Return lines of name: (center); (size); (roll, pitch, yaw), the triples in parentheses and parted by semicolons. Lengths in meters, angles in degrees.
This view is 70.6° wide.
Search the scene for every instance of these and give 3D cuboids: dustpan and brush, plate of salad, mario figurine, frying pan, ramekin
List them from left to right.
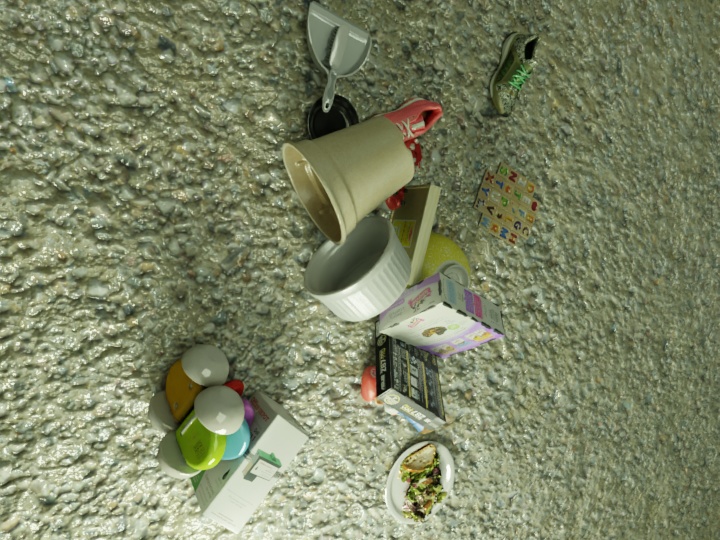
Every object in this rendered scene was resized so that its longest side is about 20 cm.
dustpan and brush: (-0.050, -0.391, 0.958); (0.139, 0.057, 0.201); (15, 89, -29)
frying pan: (-0.030, -0.257, 1.003); (0.115, 0.031, 0.190); (-51, 119, -14)
ramekin: (0.000, 0.000, 0.963); (0.201, 0.200, 0.098); (-49, 123, -14)
mario figurine: (0.089, 0.262, 1.083); (0.200, 0.123, 0.106); (37, 76, -21)
plate of salad: (0.148, 0.500, 1.189); (0.199, 0.048, 0.202); (-4, 98, -29)

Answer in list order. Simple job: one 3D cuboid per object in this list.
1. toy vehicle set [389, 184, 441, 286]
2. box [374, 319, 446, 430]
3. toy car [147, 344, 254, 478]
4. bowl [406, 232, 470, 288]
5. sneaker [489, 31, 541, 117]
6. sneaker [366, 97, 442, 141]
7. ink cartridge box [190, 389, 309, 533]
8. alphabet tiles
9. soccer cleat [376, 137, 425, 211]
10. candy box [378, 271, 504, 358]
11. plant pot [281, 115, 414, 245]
toy vehicle set: (0.095, -0.074, 1.042); (0.026, 0.124, 0.201); (13, 91, -29)
box: (0.100, 0.206, 1.053); (0.161, 0.201, 0.049); (35, 122, -27)
toy car: (-0.253, 0.239, 0.862); (0.150, 0.200, 0.175); (22, 116, -46)
bowl: (0.173, 0.020, 1.106); (0.199, 0.108, 0.202); (-4, 99, -27)
sneaker: (0.357, -0.451, 1.154); (0.076, 0.088, 0.201); (12, 91, -29)
sneaker: (0.083, -0.292, 1.020); (0.200, 0.087, 0.074); (-38, 123, -21)
ink cartridge box: (-0.203, 0.336, 0.922); (0.084, 0.146, 0.200); (43, 75, -24)
alphabet tiles: (0.361, -0.160, 1.241); (0.199, 0.006, 0.167); (23, 85, -29)
soccer cleat: (0.071, -0.201, 1.047); (0.069, 0.085, 0.201); (51, 49, -40)
candy box: (0.163, 0.098, 1.028); (0.199, 0.167, 0.072); (27, 49, -35)
plant pot: (-0.012, -0.179, 0.917); (0.183, 0.200, 0.201); (-32, 110, -15)
